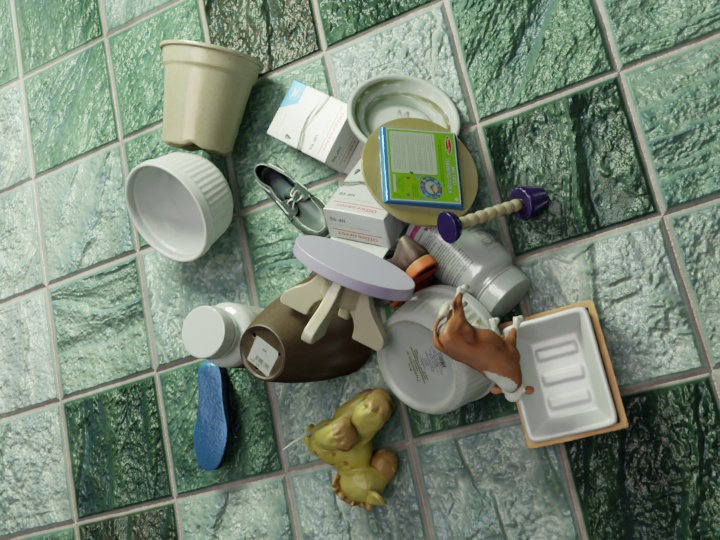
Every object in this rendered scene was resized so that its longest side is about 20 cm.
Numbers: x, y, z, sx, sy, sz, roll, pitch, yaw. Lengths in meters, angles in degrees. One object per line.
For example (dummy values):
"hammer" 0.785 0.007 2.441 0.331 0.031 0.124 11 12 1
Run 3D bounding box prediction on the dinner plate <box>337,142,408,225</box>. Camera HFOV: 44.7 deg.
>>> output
"dinner plate" 0.046 -0.170 1.573 0.199 0.024 0.201 -4 81 25

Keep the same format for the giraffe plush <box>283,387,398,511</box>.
"giraffe plush" -0.004 0.312 1.461 0.200 0.173 0.163 -32 91 6

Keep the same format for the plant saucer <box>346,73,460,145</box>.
"plant saucer" 0.072 -0.255 1.523 0.199 0.050 0.201 5 55 -8

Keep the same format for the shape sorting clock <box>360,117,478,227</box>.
"shape sorting clock" 0.097 -0.160 1.423 0.199 0.039 0.201 5 65 -10

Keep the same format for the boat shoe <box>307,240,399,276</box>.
"boat shoe" 0.000 0.000 1.544 0.199 0.072 0.066 -11 74 15

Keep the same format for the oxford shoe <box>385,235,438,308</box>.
"oxford shoe" 0.075 0.003 1.448 0.071 0.200 0.073 -29 75 -21

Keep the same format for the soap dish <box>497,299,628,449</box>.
"soap dish" 0.315 0.162 1.362 0.157 0.081 0.201 -18 74 21

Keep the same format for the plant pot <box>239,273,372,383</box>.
"plant pot" -0.105 0.115 1.472 0.186 0.200 0.188 8 105 31

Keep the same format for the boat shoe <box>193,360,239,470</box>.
"boat shoe" -0.260 0.267 1.625 0.084 0.069 0.201 4 84 17

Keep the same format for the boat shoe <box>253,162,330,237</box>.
"boat shoe" -0.128 -0.131 1.625 0.073 0.062 0.200 -48 66 11

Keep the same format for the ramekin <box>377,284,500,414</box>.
"ramekin" 0.119 0.133 1.398 0.200 0.105 0.201 18 119 36

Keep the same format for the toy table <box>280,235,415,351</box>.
"toy table" -0.026 0.037 1.356 0.200 0.184 0.117 30 114 27

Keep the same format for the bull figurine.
"bull figurine" 0.188 0.111 1.296 0.065 0.200 0.122 -25 44 45

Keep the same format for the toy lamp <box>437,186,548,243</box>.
"toy lamp" 0.216 -0.094 1.401 0.058 0.199 0.058 40 138 48

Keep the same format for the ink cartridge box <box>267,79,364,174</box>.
"ink cartridge box" -0.062 -0.257 1.597 0.200 0.068 0.116 30 95 34

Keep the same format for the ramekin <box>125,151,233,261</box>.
"ramekin" -0.333 -0.127 1.649 0.200 0.105 0.201 19 127 26

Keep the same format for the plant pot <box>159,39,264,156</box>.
"plant pot" -0.295 -0.319 1.664 0.200 0.200 0.184 10 91 26

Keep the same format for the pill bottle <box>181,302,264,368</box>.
"pill bottle" -0.222 0.116 1.554 0.114 0.200 0.115 -4 81 25

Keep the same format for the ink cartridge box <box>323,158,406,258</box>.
"ink cartridge box" 0.019 -0.106 1.464 0.115 0.067 0.200 12 47 25

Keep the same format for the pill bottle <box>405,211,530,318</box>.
"pill bottle" 0.176 -0.017 1.437 0.113 0.113 0.200 -48 66 11
